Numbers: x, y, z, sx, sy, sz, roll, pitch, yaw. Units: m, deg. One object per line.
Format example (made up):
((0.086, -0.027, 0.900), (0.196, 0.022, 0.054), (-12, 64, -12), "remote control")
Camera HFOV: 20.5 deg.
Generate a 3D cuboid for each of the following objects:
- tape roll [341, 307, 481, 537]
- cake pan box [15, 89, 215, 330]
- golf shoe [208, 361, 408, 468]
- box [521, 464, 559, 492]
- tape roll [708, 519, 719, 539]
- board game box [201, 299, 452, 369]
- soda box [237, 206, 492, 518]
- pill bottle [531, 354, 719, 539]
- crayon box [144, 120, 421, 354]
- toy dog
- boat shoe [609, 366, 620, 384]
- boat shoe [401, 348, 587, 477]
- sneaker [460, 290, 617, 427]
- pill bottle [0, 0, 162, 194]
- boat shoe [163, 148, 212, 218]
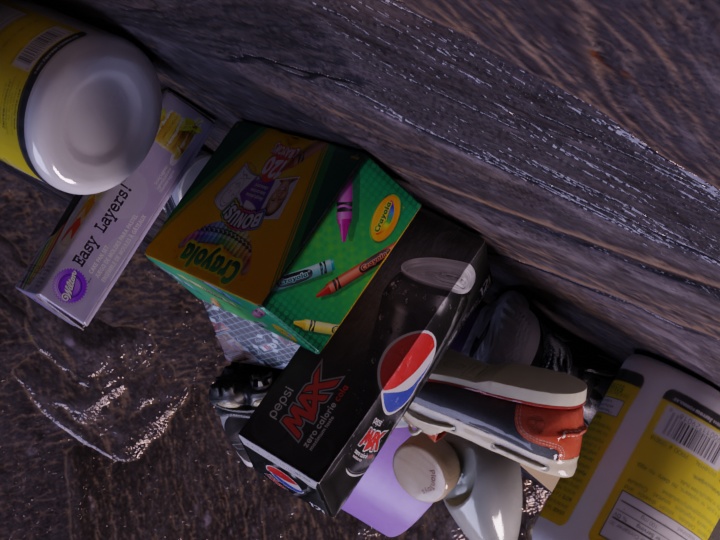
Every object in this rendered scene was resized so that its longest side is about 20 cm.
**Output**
((0.037, 0.111, 1.643), (0.085, 0.201, 0.200), (32, 174, -9), "tape roll")
((-0.194, -0.048, 1.551), (0.052, 0.185, 0.200), (35, 174, -12), "cake pan box")
((-0.018, 0.114, 1.524), (0.198, 0.078, 0.095), (1, 115, 31), "golf shoe")
((0.183, 0.153, 1.730), (0.200, 0.021, 0.164), (40, 153, 1), "box")
((0.275, 0.200, 1.549), (0.198, 0.067, 0.200), (10, 176, 1), "tape roll")
((-0.035, 0.016, 1.462), (0.198, 0.035, 0.136), (7, 130, 35), "board game box")
((0.006, 0.056, 1.304), (0.070, 0.201, 0.063), (27, 161, 22), "soda box")
((0.187, 0.170, 1.385), (0.111, 0.201, 0.111), (30, 174, 4), "pill bottle")
((-0.056, -0.027, 1.333), (0.058, 0.119, 0.200), (39, 170, -29), "crayon box")
((0.116, 0.178, 1.452), (0.200, 0.132, 0.096), (46, 140, -19), "toy dog")
((0.203, 0.116, 1.549), (0.066, 0.075, 0.200), (18, 179, -15), "boat shoe")
((0.060, 0.089, 1.363), (0.198, 0.063, 0.071), (12, -161, 24), "boat shoe")
((0.137, 0.072, 1.468), (0.113, 0.076, 0.200), (26, 176, -2), "sneaker")
((-0.238, -0.133, 1.402), (0.199, 0.113, 0.112), (25, 172, 43), "pill bottle")
((-0.133, -0.030, 1.738), (0.068, 0.074, 0.200), (32, 157, 44), "boat shoe")
